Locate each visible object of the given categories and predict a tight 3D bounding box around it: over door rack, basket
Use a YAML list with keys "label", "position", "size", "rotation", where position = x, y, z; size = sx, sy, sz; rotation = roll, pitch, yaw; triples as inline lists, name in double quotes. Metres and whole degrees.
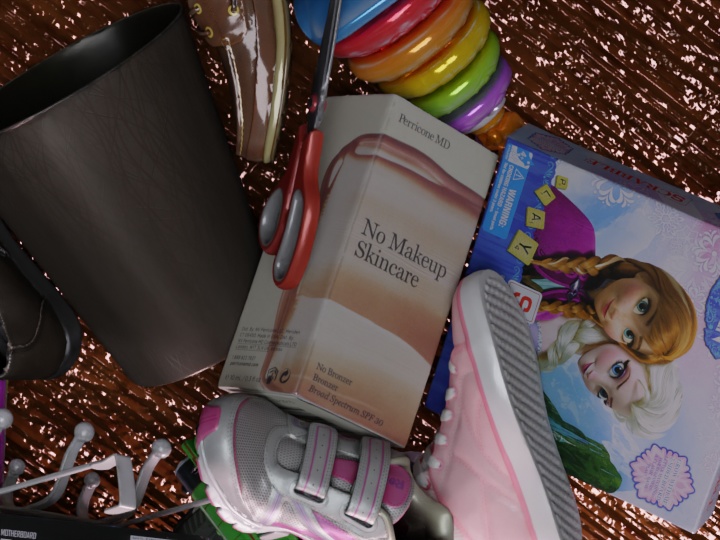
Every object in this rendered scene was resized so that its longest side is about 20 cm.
- label: "over door rack"
  position: [-0.159, 0.128, 1.592]
  size: [0.147, 0.199, 0.067]
  rotation: [14, 77, -45]
- label: "basket"
  position: [-0.141, -0.040, 1.608]
  size: [0.180, 0.136, 0.200]
  rotation: [-37, 111, -25]

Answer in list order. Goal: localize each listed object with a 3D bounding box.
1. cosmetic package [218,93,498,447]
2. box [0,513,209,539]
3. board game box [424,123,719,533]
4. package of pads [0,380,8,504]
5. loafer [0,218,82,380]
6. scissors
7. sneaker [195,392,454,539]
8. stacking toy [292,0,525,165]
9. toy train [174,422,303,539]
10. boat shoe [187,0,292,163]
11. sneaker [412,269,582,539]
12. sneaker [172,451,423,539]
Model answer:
- label: "cosmetic package"
  position: [0.000, 0.000, 1.590]
  size: [0.103, 0.087, 0.201]
  rotation: [26, 75, -36]
- label: "box"
  position: [-0.208, 0.199, 1.611]
  size: [0.199, 0.160, 0.044]
  rotation: [8, 68, -12]
- label: "board game box"
  position: [0.159, 0.037, 1.605]
  size: [0.199, 0.041, 0.201]
  rotation: [24, 115, 18]
- label: "package of pads"
  position: [-0.333, 0.106, 1.668]
  size: [0.199, 0.068, 0.155]
  rotation: [3, 103, -3]
- label: "loafer"
  position: [-0.262, -0.007, 1.614]
  size: [0.200, 0.071, 0.073]
  rotation: [43, 119, 12]
- label: "scissors"
  position: [-0.025, -0.087, 1.530]
  size: [0.014, 0.073, 0.201]
  rotation: [10, 111, -22]
- label: "sneaker"
  position: [-0.016, 0.129, 1.543]
  size: [0.088, 0.082, 0.200]
  rotation: [-21, 139, 39]
- label: "stacking toy"
  position: [0.056, -0.129, 1.620]
  size: [0.110, 0.116, 0.200]
  rotation: [-35, 116, 12]
- label: "toy train"
  position: [-0.055, 0.181, 1.634]
  size: [0.200, 0.042, 0.056]
  rotation: [51, 117, 24]
- label: "boat shoe"
  position: [-0.078, -0.168, 1.607]
  size: [0.067, 0.072, 0.201]
  rotation: [-1, 94, -3]
- label: "sneaker"
  position: [0.066, 0.103, 1.603]
  size: [0.104, 0.075, 0.201]
  rotation: [-10, 106, 23]
- label: "sneaker"
  position: [-0.033, 0.170, 1.680]
  size: [0.199, 0.091, 0.067]
  rotation: [-12, 102, 1]
